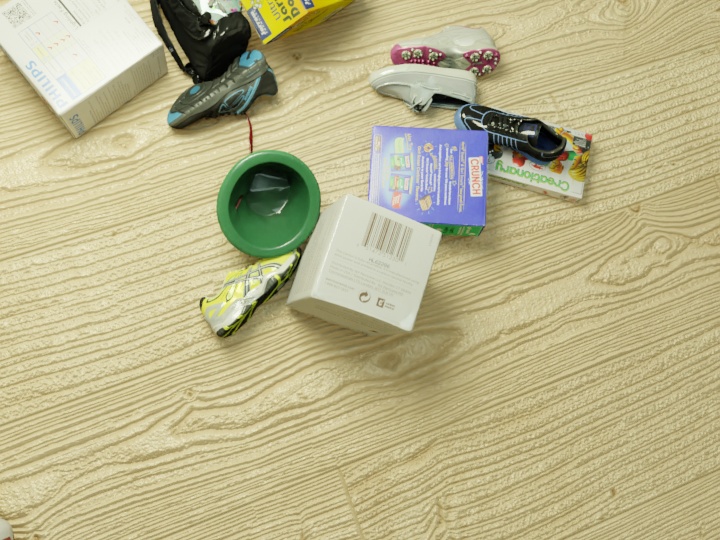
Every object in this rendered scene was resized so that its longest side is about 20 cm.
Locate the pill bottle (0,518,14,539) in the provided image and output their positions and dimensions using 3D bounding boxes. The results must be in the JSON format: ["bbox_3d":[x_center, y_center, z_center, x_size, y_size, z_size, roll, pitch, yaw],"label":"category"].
[{"bbox_3d":[-0.553,0.430,1.092,0.112,0.112,0.201,-12,82,-11],"label":"pill bottle"}]

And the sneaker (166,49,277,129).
[{"bbox_3d":[-0.232,-0.286,1.284,0.200,0.082,0.073,-28,45,6],"label":"sneaker"}]

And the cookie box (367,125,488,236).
[{"bbox_3d":[0.114,-0.153,1.307,0.199,0.075,0.172,4,80,2],"label":"cookie box"}]

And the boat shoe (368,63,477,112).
[{"bbox_3d":[0.114,-0.319,1.351,0.200,0.070,0.072,0,77,-12],"label":"boat shoe"}]

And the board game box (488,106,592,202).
[{"bbox_3d":[0.316,-0.211,1.385,0.199,0.035,0.127,14,79,-7],"label":"board game box"}]

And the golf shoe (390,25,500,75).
[{"bbox_3d":[0.150,-0.403,1.381,0.199,0.075,0.092,0,59,-8],"label":"golf shoe"}]

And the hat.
[{"bbox_3d":[-0.161,-0.136,1.283,0.165,0.176,0.200,25,97,-20],"label":"hat"}]

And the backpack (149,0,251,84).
[{"bbox_3d":[-0.271,-0.440,1.276,0.126,0.167,0.200,-28,83,-32],"label":"backpack"}]

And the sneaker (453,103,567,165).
[{"bbox_3d":[0.264,-0.247,1.325,0.199,0.078,0.070,20,79,-5],"label":"sneaker"}]

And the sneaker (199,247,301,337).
[{"bbox_3d":[-0.178,0.018,1.245,0.076,0.075,0.200,43,70,10],"label":"sneaker"}]

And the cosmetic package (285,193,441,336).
[{"bbox_3d":[0.000,0.000,1.203,0.167,0.200,0.167,20,78,-13],"label":"cosmetic package"}]

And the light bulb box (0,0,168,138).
[{"bbox_3d":[-0.456,-0.362,1.234,0.200,0.125,0.198,-40,89,-13],"label":"light bulb box"}]

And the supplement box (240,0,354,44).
[{"bbox_3d":[-0.098,-0.470,1.264,0.109,0.109,0.200,59,41,-11],"label":"supplement box"}]
